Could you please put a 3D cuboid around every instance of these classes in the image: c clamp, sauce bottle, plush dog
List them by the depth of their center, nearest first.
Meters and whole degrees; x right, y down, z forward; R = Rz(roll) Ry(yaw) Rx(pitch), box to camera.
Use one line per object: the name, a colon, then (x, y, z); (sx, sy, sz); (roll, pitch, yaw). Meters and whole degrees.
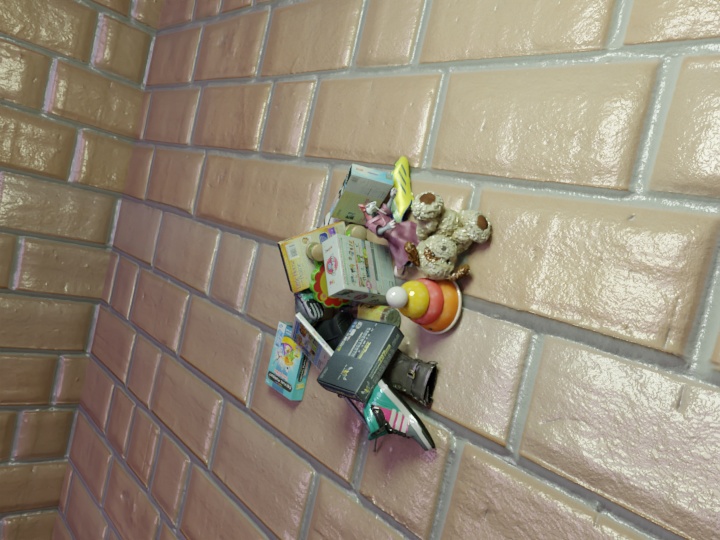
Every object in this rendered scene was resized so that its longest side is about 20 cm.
plush dog: (0.183, -0.064, 1.362); (0.160, 0.197, 0.174); (138, 152, -72)
c clamp: (-0.009, 0.348, 1.503); (0.200, 0.027, 0.173); (49, 142, 33)
sauce bottle: (0.018, 0.120, 1.564); (0.198, 0.064, 0.066); (6, 87, 46)

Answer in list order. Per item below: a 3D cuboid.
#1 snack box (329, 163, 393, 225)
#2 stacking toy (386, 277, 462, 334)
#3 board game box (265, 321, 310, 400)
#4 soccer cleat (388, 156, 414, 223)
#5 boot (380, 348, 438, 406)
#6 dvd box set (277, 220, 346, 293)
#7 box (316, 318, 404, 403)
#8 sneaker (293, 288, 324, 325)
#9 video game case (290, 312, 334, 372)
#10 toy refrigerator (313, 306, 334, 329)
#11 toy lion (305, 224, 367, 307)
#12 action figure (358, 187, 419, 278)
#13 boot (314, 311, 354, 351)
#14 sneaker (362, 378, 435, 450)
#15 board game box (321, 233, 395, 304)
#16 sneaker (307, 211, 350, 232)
snack box: (0.000, -0.197, 1.551); (0.200, 0.114, 0.038); (125, 152, -55)
stacking toy: (0.129, 0.069, 1.356); (0.145, 0.198, 0.149); (-12, 73, 45)
board game box: (-0.218, 0.277, 1.799); (0.150, 0.046, 0.204); (18, 95, 47)
soccer cleat: (0.112, -0.200, 1.542); (0.082, 0.065, 0.204); (9, 84, 17)
boot: (0.102, 0.289, 1.444); (0.173, 0.069, 0.203); (26, 108, 38)
dvd box set: (-0.120, -0.038, 1.615); (0.029, 0.197, 0.149); (24, 132, 62)
box: (-0.001, 0.218, 1.445); (0.156, 0.051, 0.201); (6, 55, 48)
sneaker: (-0.176, 0.075, 1.668); (0.088, 0.074, 0.202); (-50, 51, 34)
video game case: (-0.121, 0.225, 1.623); (0.200, 0.018, 0.144); (46, 150, 15)
toy refrigerator: (-0.124, 0.088, 1.715); (0.069, 0.075, 0.204); (8, 89, 47)
toy lion: (-0.054, -0.004, 1.593); (0.068, 0.198, 0.194); (17, 130, 64)
action figure: (0.073, -0.106, 1.477); (0.149, 0.198, 0.135); (-55, 3, 44)
boot: (-0.045, 0.218, 1.610); (0.203, 0.076, 0.168); (64, 150, 4)
sneaker: (0.075, 0.373, 1.380); (0.121, 0.084, 0.201); (-42, 82, 4)
board game box: (0.000, 0.000, 1.507); (0.064, 0.198, 0.150); (-25, 64, 39)
sneaker: (-0.089, -0.084, 1.694); (0.198, 0.079, 0.132); (-27, 56, 39)
